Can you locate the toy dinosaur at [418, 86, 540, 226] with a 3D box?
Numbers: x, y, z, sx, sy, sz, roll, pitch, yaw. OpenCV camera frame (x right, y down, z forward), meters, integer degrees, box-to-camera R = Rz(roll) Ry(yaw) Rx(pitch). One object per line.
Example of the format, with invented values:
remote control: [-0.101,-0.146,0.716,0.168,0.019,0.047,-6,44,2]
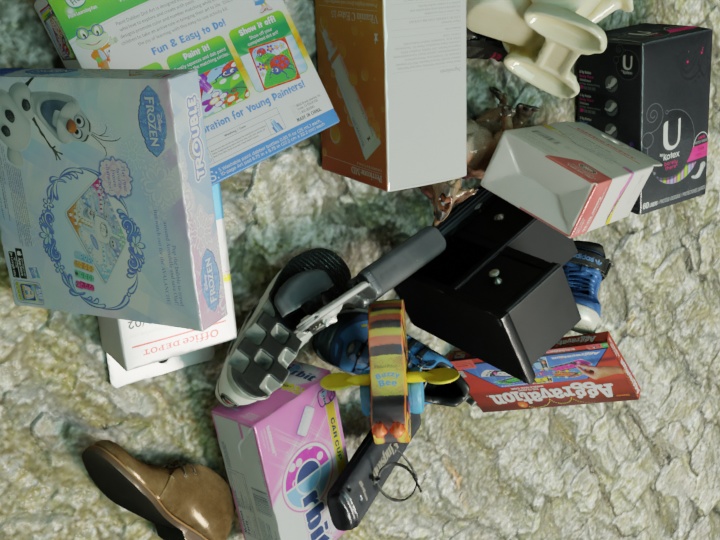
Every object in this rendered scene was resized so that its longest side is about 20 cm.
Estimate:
toy dinosaur: [0.125,-0.124,1.102,0.200,0.086,0.136,-12,123,-49]

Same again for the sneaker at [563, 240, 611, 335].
sneaker: [0.247,0.014,1.179,0.200,0.076,0.112,35,73,-81]

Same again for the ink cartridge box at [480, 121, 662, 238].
ink cartridge box: [0.232,-0.103,1.089,0.200,0.116,0.068,-17,135,-52]

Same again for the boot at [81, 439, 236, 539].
boot: [-0.195,0.212,1.005,0.200,0.073,0.076,52,55,-38]

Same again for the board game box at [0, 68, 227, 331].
board game box: [-0.209,-0.060,0.819,0.043,0.198,0.201,-36,127,-56]

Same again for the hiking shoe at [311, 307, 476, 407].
hiking shoe: [0.040,0.095,1.105,0.200,0.087,0.075,21,92,-37]

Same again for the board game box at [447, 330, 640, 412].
board game box: [0.209,0.121,1.172,0.103,0.199,0.019,52,42,-34]

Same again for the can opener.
can opener: [0.000,0.000,1.015,0.200,0.053,0.067,-34,88,-36]

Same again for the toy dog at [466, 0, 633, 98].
toy dog: [0.193,-0.301,1.000,0.201,0.193,0.140,-62,167,-15]

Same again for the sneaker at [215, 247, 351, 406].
sneaker: [-0.085,0.056,1.025,0.074,0.088,0.200,44,54,-7]

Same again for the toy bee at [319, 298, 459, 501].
toy bee: [0.037,0.127,1.004,0.130,0.109,0.201,-25,86,4]

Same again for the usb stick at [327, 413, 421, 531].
usb stick: [0.018,0.202,1.099,0.200,0.032,0.056,-47,130,-54]

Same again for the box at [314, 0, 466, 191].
box: [0.029,-0.191,0.982,0.097,0.124,0.201,-14,112,-30]

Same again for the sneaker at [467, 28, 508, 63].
sneaker: [0.146,-0.252,1.068,0.199,0.084,0.077,-4,107,-34]

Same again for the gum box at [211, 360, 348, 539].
gum box: [-0.073,0.210,1.059,0.113,0.066,0.201,-31,121,-41]

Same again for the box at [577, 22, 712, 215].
box: [0.336,-0.183,1.207,0.122,0.106,0.201,-18,114,-30]

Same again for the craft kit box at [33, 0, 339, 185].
craft kit box: [-0.144,-0.176,0.876,0.200,0.048,0.198,-30,103,-27]

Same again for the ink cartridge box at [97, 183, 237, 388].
ink cartridge box: [-0.182,0.015,0.938,0.115,0.068,0.201,-16,113,-29]

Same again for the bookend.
bookend: [0.167,-0.004,1.091,0.199,0.200,0.092,-39,123,-17]
